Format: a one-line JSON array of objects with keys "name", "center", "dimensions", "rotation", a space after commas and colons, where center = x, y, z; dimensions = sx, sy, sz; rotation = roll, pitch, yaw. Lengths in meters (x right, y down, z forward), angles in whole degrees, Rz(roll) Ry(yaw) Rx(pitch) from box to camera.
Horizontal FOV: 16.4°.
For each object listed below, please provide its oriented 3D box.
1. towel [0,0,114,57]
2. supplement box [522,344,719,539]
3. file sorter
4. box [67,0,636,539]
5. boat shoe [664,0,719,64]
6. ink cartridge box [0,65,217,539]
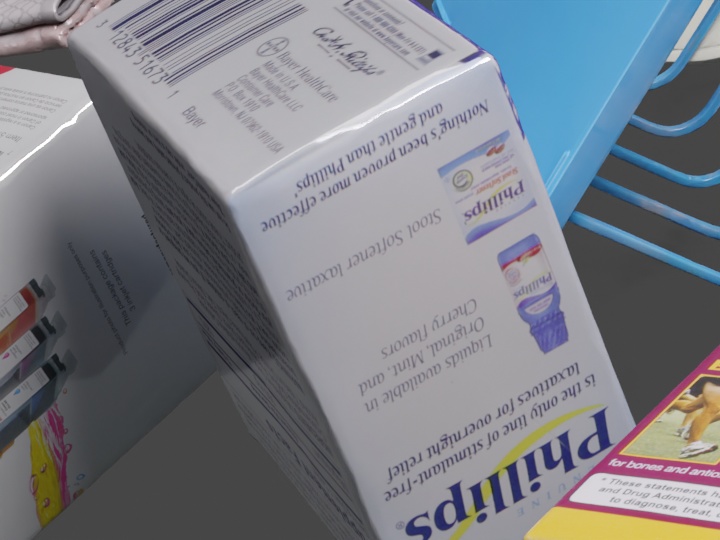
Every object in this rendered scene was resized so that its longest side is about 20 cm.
[{"name": "towel", "center": [-0.204, -0.192, 1.522], "dimensions": [0.190, 0.032, 0.200], "rotation": [-2, 36, 34]}, {"name": "supplement box", "center": [0.159, 0.077, 0.735], "dimensions": [0.130, 0.104, 0.200], "rotation": [4, 30, 41]}, {"name": "file sorter", "center": [0.130, -0.102, 1.009], "dimensions": [0.139, 0.122, 0.200], "rotation": [-60, 23, 22]}, {"name": "box", "center": [0.000, 0.000, 0.905], "dimensions": [0.104, 0.201, 0.184], "rotation": [-29, 30, -10]}, {"name": "boat shoe", "center": [0.196, -0.135, 1.135], "dimensions": [0.199, 0.073, 0.062], "rotation": [-15, -12, 30]}, {"name": "ink cartridge box", "center": [-0.186, 0.027, 1.051], "dimensions": [0.200, 0.145, 0.145], "rotation": [-42, 35, -27]}]
